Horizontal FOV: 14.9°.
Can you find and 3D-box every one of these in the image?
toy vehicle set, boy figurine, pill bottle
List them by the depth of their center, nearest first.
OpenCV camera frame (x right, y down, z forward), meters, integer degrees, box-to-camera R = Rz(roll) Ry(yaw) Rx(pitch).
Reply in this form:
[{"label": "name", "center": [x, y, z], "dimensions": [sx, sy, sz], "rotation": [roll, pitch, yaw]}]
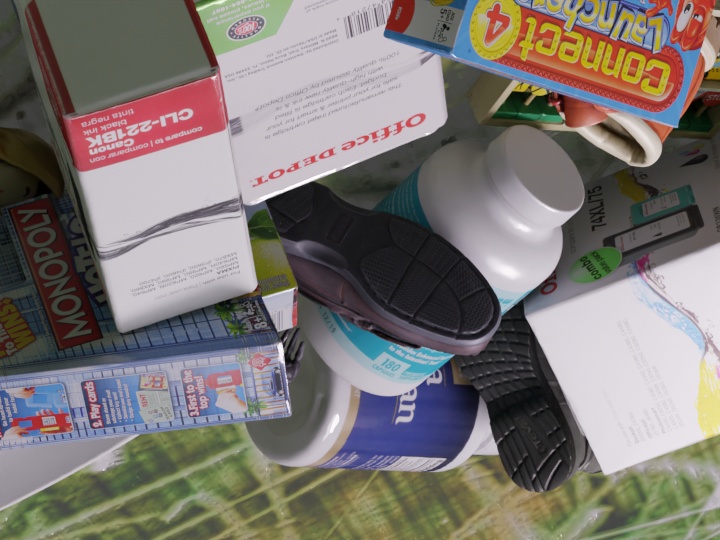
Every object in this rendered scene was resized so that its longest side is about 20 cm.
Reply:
[{"label": "boy figurine", "center": [-0.261, -0.062, 1.583], "dimensions": [0.200, 0.064, 0.124], "rotation": [12, 132, -40]}, {"label": "toy vehicle set", "center": [0.182, -0.138, 1.783], "dimensions": [0.200, 0.027, 0.124], "rotation": [1, 142, -34]}, {"label": "pill bottle", "center": [0.056, -0.011, 1.808], "dimensions": [0.111, 0.111, 0.200], "rotation": [9, 141, -41]}, {"label": "pill bottle", "center": [0.024, 0.087, 1.948], "dimensions": [0.200, 0.111, 0.111], "rotation": [5, 139, -40]}]

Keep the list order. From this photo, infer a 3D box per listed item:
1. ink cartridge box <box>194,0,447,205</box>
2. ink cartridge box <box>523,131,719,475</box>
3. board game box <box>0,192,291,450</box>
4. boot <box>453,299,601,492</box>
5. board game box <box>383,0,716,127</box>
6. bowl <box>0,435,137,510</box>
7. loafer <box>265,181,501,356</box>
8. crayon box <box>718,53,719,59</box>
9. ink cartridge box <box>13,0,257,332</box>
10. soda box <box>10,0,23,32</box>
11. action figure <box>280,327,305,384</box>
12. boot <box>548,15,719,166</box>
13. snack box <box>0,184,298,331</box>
[{"label": "ink cartridge box", "center": [-0.036, -0.142, 1.576], "dimensions": [0.145, 0.084, 0.200], "rotation": [-22, 149, -7]}, {"label": "ink cartridge box", "center": [0.225, 0.015, 1.864], "dimensions": [0.200, 0.147, 0.146], "rotation": [-21, 118, 12]}, {"label": "board game box", "center": [-0.164, 0.024, 1.532], "dimensions": [0.200, 0.200, 0.062], "rotation": [-16, 134, -11]}, {"label": "boot", "center": [0.118, 0.058, 1.943], "dimensions": [0.068, 0.200, 0.131], "rotation": [-17, 180, 21]}, {"label": "board game box", "center": [0.125, -0.196, 1.523], "dimensions": [0.200, 0.056, 0.196], "rotation": [12, 96, -44]}, {"label": "bowl", "center": [-0.251, 0.078, 1.794], "dimensions": [0.200, 0.075, 0.200], "rotation": [-30, 148, 10]}, {"label": "loafer", "center": [0.000, 0.000, 1.745], "dimensions": [0.072, 0.200, 0.063], "rotation": [-52, 163, -31]}, {"label": "crayon box", "center": [0.304, -0.207, 1.665], "dimensions": [0.200, 0.058, 0.119], "rotation": [-56, 179, 43]}, {"label": "ink cartridge box", "center": [-0.121, -0.084, 1.435], "dimensions": [0.084, 0.144, 0.200], "rotation": [-18, 147, -7]}, {"label": "soda box", "center": [-0.146, -0.118, 1.567], "dimensions": [0.068, 0.064, 0.200], "rotation": [-22, 148, -2]}, {"label": "action figure", "center": [-0.105, 0.043, 1.741], "dimensions": [0.119, 0.102, 0.200], "rotation": [7, 176, 14]}, {"label": "boot", "center": [0.135, -0.145, 1.632], "dimensions": [0.075, 0.107, 0.200], "rotation": [6, 154, 49]}, {"label": "snack box", "center": [-0.154, -0.007, 1.657], "dimensions": [0.200, 0.142, 0.053], "rotation": [-17, 150, -11]}]
